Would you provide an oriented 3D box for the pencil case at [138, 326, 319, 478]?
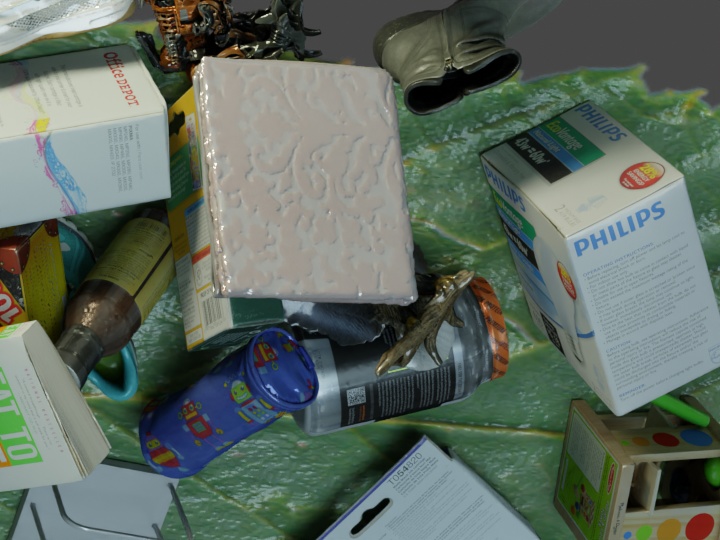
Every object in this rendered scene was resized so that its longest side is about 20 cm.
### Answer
[{"bbox_3d":[-0.118,0.118,1.755,0.087,0.199,0.078,-30,88,-46],"label":"pencil case"}]

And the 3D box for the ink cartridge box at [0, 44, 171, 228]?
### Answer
[{"bbox_3d":[-0.264,-0.107,1.604,0.198,0.146,0.084,-10,120,-14],"label":"ink cartridge box"}]

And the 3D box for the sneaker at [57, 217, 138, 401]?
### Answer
[{"bbox_3d":[-0.247,0.030,1.720,0.077,0.080,0.201,-33,121,-1],"label":"sneaker"}]

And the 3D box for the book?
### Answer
[{"bbox_3d":[-0.319,0.116,1.627,0.198,0.048,0.135,-12,113,31],"label":"book"}]

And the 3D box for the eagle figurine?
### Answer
[{"bbox_3d":[0.001,-0.007,1.723,0.151,0.199,0.152,-7,122,-52],"label":"eagle figurine"}]

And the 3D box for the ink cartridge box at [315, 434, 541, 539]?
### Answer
[{"bbox_3d":[0.050,0.276,1.975,0.199,0.041,0.200,-43,122,5],"label":"ink cartridge box"}]

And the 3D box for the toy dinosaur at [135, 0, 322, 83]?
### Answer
[{"bbox_3d":[-0.110,-0.194,1.666,0.135,0.103,0.200,-27,141,13],"label":"toy dinosaur"}]

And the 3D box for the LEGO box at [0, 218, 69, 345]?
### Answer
[{"bbox_3d":[-0.325,0.046,1.663,0.147,0.077,0.202,5,119,17],"label":"LEGO box"}]

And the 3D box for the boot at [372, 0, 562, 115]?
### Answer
[{"bbox_3d":[0.114,-0.198,1.703,0.199,0.131,0.068,-28,122,-5],"label":"boot"}]

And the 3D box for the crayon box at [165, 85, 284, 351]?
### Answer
[{"bbox_3d":[-0.120,-0.043,1.651,0.051,0.126,0.202,-7,82,-23],"label":"crayon box"}]

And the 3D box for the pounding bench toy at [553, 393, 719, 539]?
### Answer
[{"bbox_3d":[0.300,0.177,1.966,0.154,0.124,0.202,-2,116,-19],"label":"pounding bench toy"}]

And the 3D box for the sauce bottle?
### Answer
[{"bbox_3d":[-0.210,0.026,1.670,0.064,0.200,0.065,14,131,17],"label":"sauce bottle"}]

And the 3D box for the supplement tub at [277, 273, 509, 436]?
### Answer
[{"bbox_3d":[0.029,0.073,1.816,0.198,0.123,0.124,-12,119,-13],"label":"supplement tub"}]

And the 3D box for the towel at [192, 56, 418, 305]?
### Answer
[{"bbox_3d":[-0.044,-0.071,1.609,0.189,0.032,0.202,1,77,-32],"label":"towel"}]

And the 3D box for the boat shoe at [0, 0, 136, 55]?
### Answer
[{"bbox_3d":[-0.283,-0.216,1.591,0.198,0.071,0.070,-19,114,-15],"label":"boat shoe"}]

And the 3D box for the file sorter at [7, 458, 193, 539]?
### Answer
[{"bbox_3d":[-0.251,0.290,1.825,0.138,0.125,0.202,13,110,-25],"label":"file sorter"}]

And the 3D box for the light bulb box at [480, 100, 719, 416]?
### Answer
[{"bbox_3d":[0.222,-0.014,1.797,0.124,0.198,0.201,-26,121,-8],"label":"light bulb box"}]
